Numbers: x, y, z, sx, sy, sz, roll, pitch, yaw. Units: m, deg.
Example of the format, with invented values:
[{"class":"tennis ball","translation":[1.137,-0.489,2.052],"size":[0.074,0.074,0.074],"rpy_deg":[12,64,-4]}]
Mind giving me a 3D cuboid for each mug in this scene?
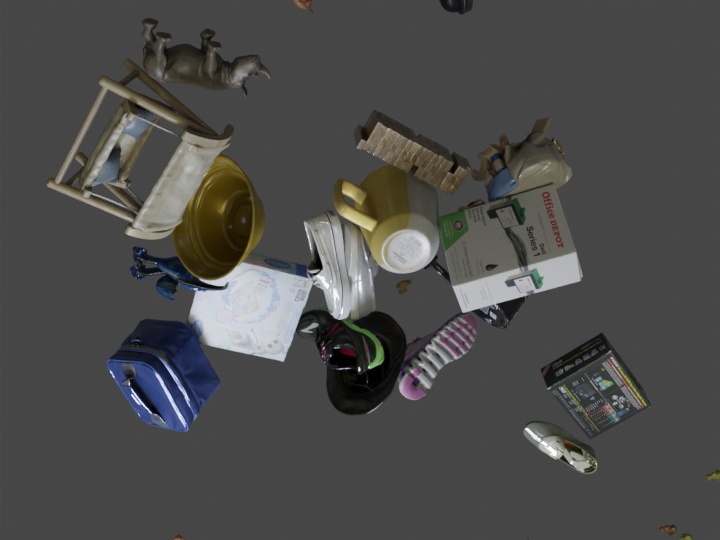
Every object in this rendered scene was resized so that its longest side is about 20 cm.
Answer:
[{"class":"mug","translation":[0.050,-0.073,1.366],"size":[0.183,0.154,0.151],"rpy_deg":[-5,126,-2]}]

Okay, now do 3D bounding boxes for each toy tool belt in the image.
[{"class":"toy tool belt","translation":[0.247,-0.161,1.368],"size":[0.199,0.124,0.124],"rpy_deg":[-33,137,30]}]

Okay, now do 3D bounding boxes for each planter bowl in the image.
[{"class":"planter bowl","translation":[-0.216,-0.084,1.344],"size":[0.083,0.201,0.201],"rpy_deg":[3,134,-53]}]

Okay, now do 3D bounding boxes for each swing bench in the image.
[{"class":"swing bench","translation":[-0.330,-0.173,1.248],"size":[0.199,0.130,0.200],"rpy_deg":[32,115,-12]}]

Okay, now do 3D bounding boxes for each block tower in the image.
[{"class":"block tower","translation":[0.088,-0.193,1.347],"size":[0.198,0.054,0.058],"rpy_deg":[22,119,-21]}]

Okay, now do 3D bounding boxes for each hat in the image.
[{"class":"hat","translation":[0.027,0.183,1.540],"size":[0.200,0.202,0.080],"rpy_deg":[-43,138,22]}]

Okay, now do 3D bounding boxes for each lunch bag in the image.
[{"class":"lunch bag","translation":[-0.362,0.191,1.487],"size":[0.134,0.133,0.202],"rpy_deg":[0,130,31]}]

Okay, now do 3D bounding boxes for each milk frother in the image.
[{"class":"milk frother","translation":[0.226,-0.030,1.436],"size":[0.200,0.181,0.188],"rpy_deg":[43,75,0]}]

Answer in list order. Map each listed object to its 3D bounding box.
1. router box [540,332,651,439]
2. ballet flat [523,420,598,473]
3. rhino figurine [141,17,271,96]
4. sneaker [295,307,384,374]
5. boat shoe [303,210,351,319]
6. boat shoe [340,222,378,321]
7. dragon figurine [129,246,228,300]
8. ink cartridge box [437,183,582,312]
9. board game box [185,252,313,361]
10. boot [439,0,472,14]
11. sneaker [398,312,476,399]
[{"class":"router box","translation":[0.484,0.240,1.684],"size":[0.149,0.062,0.200],"rpy_deg":[-33,122,17]},{"class":"ballet flat","translation":[0.441,0.386,1.780],"size":[0.198,0.064,0.068],"rpy_deg":[28,117,-22]},{"class":"rhino figurine","translation":[-0.231,-0.310,1.227],"size":[0.197,0.060,0.088],"rpy_deg":[8,134,-14]},{"class":"sneaker","translation":[-0.050,0.129,1.491],"size":[0.198,0.084,0.078],"rpy_deg":[20,134,36]},{"class":"boat shoe","translation":[-0.064,-0.004,1.435],"size":[0.065,0.073,0.203],"rpy_deg":[-16,110,-22]},{"class":"boat shoe","translation":[0.000,0.000,1.467],"size":[0.068,0.072,0.203],"rpy_deg":[-17,121,-20]},{"class":"dragon figurine","translation":[-0.312,0.011,1.390],"size":[0.099,0.199,0.060],"rpy_deg":[-15,124,-44]},{"class":"ink cartridge box","translation":[0.237,-0.036,1.306],"size":[0.197,0.148,0.085],"rpy_deg":[-17,143,11]},{"class":"board game box","translation":[-0.206,0.061,1.496],"size":[0.196,0.044,0.202],"rpy_deg":[13,122,-16]},{"class":"boot","translation":[0.056,-0.435,1.158],"size":[0.156,0.080,0.213],"rpy_deg":[-27,113,4]},{"class":"sneaker","translation":[0.136,0.151,1.579],"size":[0.200,0.088,0.081],"rpy_deg":[-45,120,-3]}]
